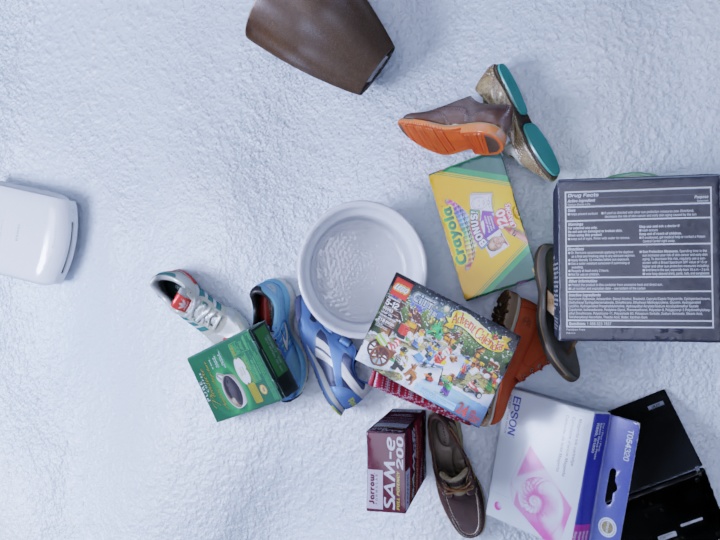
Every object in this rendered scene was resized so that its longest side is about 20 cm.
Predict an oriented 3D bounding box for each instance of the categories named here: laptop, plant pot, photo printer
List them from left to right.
[{"bbox_3d":[-0.609,-0.067,1.319,0.195,0.069,0.171,13,92,15],"label":"photo printer"},{"bbox_3d":[-0.048,-0.378,1.136,0.199,0.187,0.188,38,98,-3],"label":"plant pot"},{"bbox_3d":[0.416,0.316,1.073,0.174,0.104,0.203,-25,108,13],"label":"laptop"}]

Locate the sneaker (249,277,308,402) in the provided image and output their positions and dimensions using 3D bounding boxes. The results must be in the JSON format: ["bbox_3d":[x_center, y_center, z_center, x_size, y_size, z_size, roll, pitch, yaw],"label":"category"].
[{"bbox_3d":[-0.146,0.116,1.178,0.077,0.089,0.205,-17,83,26],"label":"sneaker"}]

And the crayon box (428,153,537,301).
[{"bbox_3d":[0.189,-0.068,1.114,0.116,0.058,0.205,-18,85,13],"label":"crayon box"}]

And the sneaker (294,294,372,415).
[{"bbox_3d":[-0.046,0.126,1.169,0.081,0.074,0.204,-26,82,3],"label":"sneaker"}]

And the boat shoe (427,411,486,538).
[{"bbox_3d":[0.143,0.316,1.112,0.070,0.072,0.205,-13,85,14],"label":"boat shoe"}]

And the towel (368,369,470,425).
[{"bbox_3d":[0.121,0.138,1.089,0.197,0.022,0.148,23,86,-21],"label":"towel"}]

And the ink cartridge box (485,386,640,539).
[{"bbox_3d":[0.288,0.291,1.052,0.197,0.043,0.202,10,91,41],"label":"ink cartridge box"}]

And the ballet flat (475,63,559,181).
[{"bbox_3d":[0.236,-0.217,1.111,0.065,0.070,0.204,-31,78,38],"label":"ballet flat"}]

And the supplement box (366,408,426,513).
[{"bbox_3d":[0.057,0.274,1.070,0.059,0.200,0.112,0,89,14],"label":"supplement box"}]

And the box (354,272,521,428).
[{"bbox_3d":[0.108,0.110,1.017,0.197,0.038,0.139,26,88,12],"label":"box"}]

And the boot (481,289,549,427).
[{"bbox_3d":[0.234,0.142,1.070,0.105,0.075,0.204,22,77,-10],"label":"boot"}]

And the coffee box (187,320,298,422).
[{"bbox_3d":[-0.194,0.165,1.164,0.198,0.044,0.125,-27,91,44],"label":"coffee box"}]

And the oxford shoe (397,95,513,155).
[{"bbox_3d":[0.146,-0.226,1.114,0.197,0.071,0.074,15,69,37],"label":"oxford shoe"}]

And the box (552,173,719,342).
[{"bbox_3d":[0.351,-0.013,0.935,0.195,0.123,0.204,0,89,13],"label":"box"}]

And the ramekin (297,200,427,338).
[{"bbox_3d":[0.000,0.000,1.119,0.195,0.098,0.206,0,88,-4],"label":"ramekin"}]

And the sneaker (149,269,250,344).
[{"bbox_3d":[-0.275,0.069,1.216,0.198,0.093,0.071,38,98,12],"label":"sneaker"}]

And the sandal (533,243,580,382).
[{"bbox_3d":[0.295,0.056,1.044,0.054,0.081,0.205,-17,65,44],"label":"sandal"}]

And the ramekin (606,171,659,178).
[{"bbox_3d":[0.389,-0.045,1.040,0.195,0.098,0.206,0,89,15],"label":"ramekin"}]
